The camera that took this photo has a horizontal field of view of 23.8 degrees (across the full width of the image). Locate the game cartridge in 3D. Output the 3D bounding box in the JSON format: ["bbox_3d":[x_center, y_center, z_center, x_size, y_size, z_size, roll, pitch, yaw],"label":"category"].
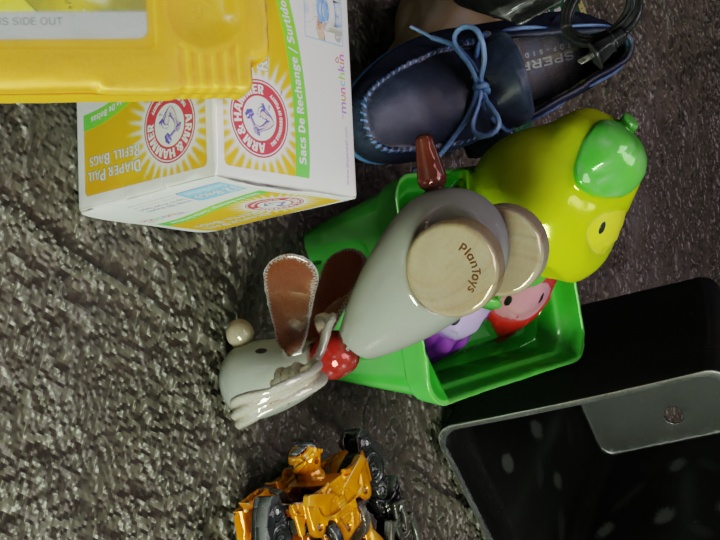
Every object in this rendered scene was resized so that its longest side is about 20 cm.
[{"bbox_3d":[-0.143,-0.166,0.785,0.198,0.032,0.178,-3,84,-16],"label":"game cartridge"}]

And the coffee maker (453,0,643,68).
[{"bbox_3d":[0.071,-0.241,0.938,0.135,0.191,0.200,-54,150,-7],"label":"coffee maker"}]

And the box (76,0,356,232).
[{"bbox_3d":[-0.078,-0.129,0.891,0.101,0.112,0.202,6,79,-47],"label":"box"}]

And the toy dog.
[{"bbox_3d":[0.000,0.000,0.914,0.097,0.199,0.132,64,1,4],"label":"toy dog"}]

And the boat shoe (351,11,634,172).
[{"bbox_3d":[0.078,-0.121,1.024,0.199,0.068,0.085,-29,106,-28],"label":"boat shoe"}]

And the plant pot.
[{"bbox_3d":[0.196,0.119,1.185,0.201,0.198,0.178,64,28,-23],"label":"plant pot"}]

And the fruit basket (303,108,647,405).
[{"bbox_3d":[0.092,-0.010,1.042,0.215,0.214,0.157,-11,92,-55],"label":"fruit basket"}]

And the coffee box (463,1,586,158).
[{"bbox_3d":[0.102,-0.181,1.219,0.124,0.044,0.200,65,33,-21],"label":"coffee box"}]

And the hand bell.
[{"bbox_3d":[0.008,-0.091,1.058,0.200,0.104,0.105,-43,118,-37],"label":"hand bell"}]

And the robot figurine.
[{"bbox_3d":[-0.014,0.192,0.968,0.145,0.058,0.202,-30,108,-54],"label":"robot figurine"}]
